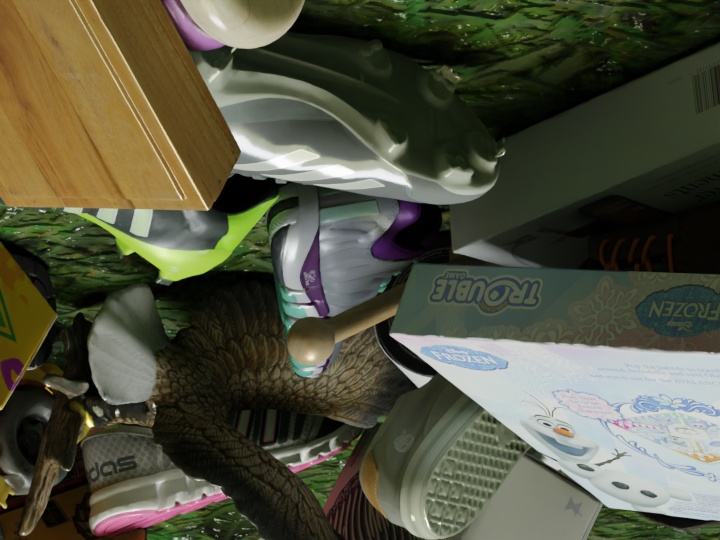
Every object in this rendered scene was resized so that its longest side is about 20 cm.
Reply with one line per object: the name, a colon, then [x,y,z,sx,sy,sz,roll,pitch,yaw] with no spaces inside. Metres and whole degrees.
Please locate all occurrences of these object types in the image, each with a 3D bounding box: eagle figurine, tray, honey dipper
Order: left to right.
tray: [-0.129,-0.103,1.074,0.098,0.037,0.200,2,137,31]
eagle figurine: [-0.069,0.080,1.581,0.199,0.153,0.151,13,-159,2]
honey dipper: [0.027,0.008,1.408,0.038,0.038,0.200,-19,-178,39]

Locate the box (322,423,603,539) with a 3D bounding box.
box: [0.051,0.139,1.642,0.068,0.082,0.200,32,168,-20]

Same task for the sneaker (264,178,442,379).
sneaker: [0.000,0.000,1.469,0.087,0.075,0.200,-10,161,-2]

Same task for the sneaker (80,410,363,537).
sneaker: [-0.083,0.088,1.700,0.199,0.088,0.074,-16,173,-36]

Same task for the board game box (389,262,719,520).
board game box: [0.148,0.061,1.351,0.199,0.044,0.199,3,155,41]

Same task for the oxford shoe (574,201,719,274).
oxford shoe: [0.145,0.007,1.357,0.072,0.072,0.200,11,157,-20]

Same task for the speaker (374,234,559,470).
speaker: [0.072,0.051,1.594,0.081,0.082,0.200,-8,159,16]

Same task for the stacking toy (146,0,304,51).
stacking toy: [-0.122,-0.117,1.144,0.199,0.086,0.085,-6,160,31]

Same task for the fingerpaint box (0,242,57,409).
fingerpaint box: [-0.268,0.003,1.341,0.199,0.074,0.167,-17,121,34]

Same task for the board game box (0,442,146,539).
board game box: [-0.192,0.152,1.716,0.135,0.200,0.035,0,118,-4]

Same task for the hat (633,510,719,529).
hat: [0.186,0.041,1.519,0.200,0.201,0.081,-23,115,44]

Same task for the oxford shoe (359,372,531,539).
oxford shoe: [0.066,0.061,1.460,0.058,0.200,0.076,10,128,38]

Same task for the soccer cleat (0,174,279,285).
soccer cleat: [-0.122,-0.056,1.329,0.081,0.068,0.200,-40,139,24]

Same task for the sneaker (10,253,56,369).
sneaker: [-0.239,0.012,1.478,0.087,0.076,0.200,-4,161,24]

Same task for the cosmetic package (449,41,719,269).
cosmetic package: [0.163,-0.043,1.395,0.150,0.052,0.200,12,156,-40]

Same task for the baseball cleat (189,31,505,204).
baseball cleat: [-0.039,-0.064,1.286,0.199,0.070,0.106,22,139,-27]

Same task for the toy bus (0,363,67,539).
toy bus: [-0.275,0.088,1.585,0.135,0.200,0.192,-13,126,44]
